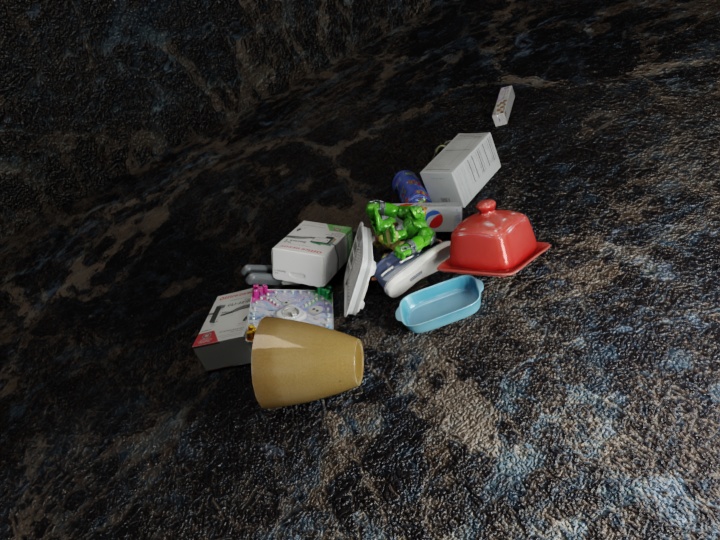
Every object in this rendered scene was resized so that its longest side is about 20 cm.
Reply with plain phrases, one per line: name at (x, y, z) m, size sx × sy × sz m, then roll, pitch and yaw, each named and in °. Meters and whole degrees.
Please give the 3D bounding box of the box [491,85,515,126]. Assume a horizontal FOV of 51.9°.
box at (0.446, -0.513, 2.301) m, size 0.038 × 0.042 × 0.201 m, roll -9°, pitch 35°, yaw 26°

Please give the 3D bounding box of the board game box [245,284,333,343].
board game box at (-0.162, 0.097, 1.726) m, size 0.197 × 0.026 × 0.201 m, roll 1°, pitch 34°, yaw -3°

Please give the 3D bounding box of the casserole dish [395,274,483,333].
casserole dish at (0.173, 0.076, 1.583) m, size 0.198 × 0.039 × 0.122 m, roll -20°, pitch 30°, yaw 8°

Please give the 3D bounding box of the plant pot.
plant pot at (-0.097, 0.187, 1.502) m, size 0.197 × 0.188 × 0.187 m, roll -1°, pitch 35°, yaw 11°

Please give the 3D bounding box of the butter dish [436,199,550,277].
butter dish at (0.282, -0.081, 1.607) m, size 0.198 × 0.150 × 0.199 m, roll 4°, pitch 23°, yaw 41°

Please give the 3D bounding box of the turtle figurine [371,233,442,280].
turtle figurine at (0.088, -0.055, 1.825) m, size 0.199 × 0.065 × 0.161 m, roll -31°, pitch 30°, yaw -9°

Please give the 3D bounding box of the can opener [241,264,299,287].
can opener at (-0.226, 0.021, 1.871) m, size 0.066 × 0.199 × 0.053 m, roll -44°, pitch 66°, yaw 21°

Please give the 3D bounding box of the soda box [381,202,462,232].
soda box at (0.153, -0.131, 1.829) m, size 0.197 × 0.064 × 0.068 m, roll 0°, pitch 15°, yaw 8°

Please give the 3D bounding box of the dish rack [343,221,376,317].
dish rack at (0.000, 0.000, 1.740) m, size 0.043 × 0.173 × 0.201 m, roll 13°, pitch 30°, yaw -8°

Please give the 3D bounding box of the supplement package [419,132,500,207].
supplement package at (0.271, -0.271, 1.981) m, size 0.113 × 0.110 × 0.200 m, roll 9°, pitch 44°, yaw 44°

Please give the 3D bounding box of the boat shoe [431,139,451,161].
boat shoe at (0.247, -0.334, 2.143) m, size 0.071 × 0.066 × 0.202 m, roll -10°, pitch 33°, yaw 26°

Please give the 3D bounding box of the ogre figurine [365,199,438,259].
ogre figurine at (0.099, -0.102, 1.723) m, size 0.119 × 0.099 × 0.200 m, roll -10°, pitch 21°, yaw -23°

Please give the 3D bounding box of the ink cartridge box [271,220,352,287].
ink cartridge box at (-0.119, -0.046, 1.871) m, size 0.144 × 0.085 × 0.200 m, roll 9°, pitch 26°, yaw 17°

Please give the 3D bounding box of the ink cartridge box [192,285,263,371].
ink cartridge box at (-0.300, 0.137, 1.795) m, size 0.143 × 0.084 × 0.201 m, roll -13°, pitch 31°, yaw 19°

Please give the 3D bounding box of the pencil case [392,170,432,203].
pencil case at (0.139, -0.199, 2.000) m, size 0.077 × 0.088 × 0.201 m, roll 4°, pitch 28°, yaw -11°

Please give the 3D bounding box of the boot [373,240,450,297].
boot at (0.122, -0.027, 1.724) m, size 0.199 × 0.073 × 0.090 m, roll -32°, pitch 54°, yaw -11°
